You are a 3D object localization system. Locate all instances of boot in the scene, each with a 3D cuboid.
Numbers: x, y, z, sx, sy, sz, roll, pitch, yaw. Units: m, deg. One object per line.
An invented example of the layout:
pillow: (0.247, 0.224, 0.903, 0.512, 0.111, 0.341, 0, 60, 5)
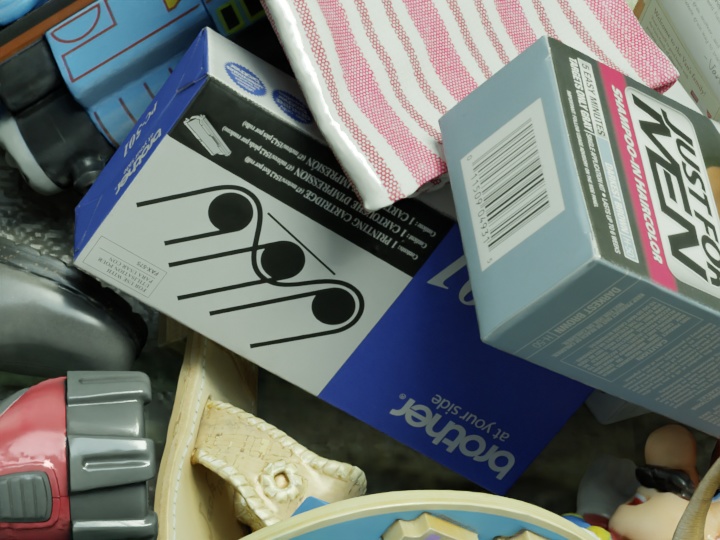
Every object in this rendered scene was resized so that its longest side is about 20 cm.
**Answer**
boot: (-0.189, 0.049, 0.999, 0.199, 0.070, 0.132, 11, 59, 5)

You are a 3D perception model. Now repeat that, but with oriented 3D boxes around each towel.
towel: (0.034, -0.110, 0.999, 0.200, 0.030, 0.147, -22, 84, -50)

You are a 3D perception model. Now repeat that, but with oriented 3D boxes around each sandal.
sandal: (-0.033, 0.075, 0.999, 0.069, 0.078, 0.212, -16, 54, 16)

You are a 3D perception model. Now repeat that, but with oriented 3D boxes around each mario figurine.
mario figurine: (0.084, 0.101, 1.001, 0.199, 0.106, 0.124, -15, 41, -13)

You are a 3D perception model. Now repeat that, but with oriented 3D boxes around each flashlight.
flashlight: (-0.172, 0.071, 0.932, 0.199, 0.068, 0.068, -2, 61, -3)

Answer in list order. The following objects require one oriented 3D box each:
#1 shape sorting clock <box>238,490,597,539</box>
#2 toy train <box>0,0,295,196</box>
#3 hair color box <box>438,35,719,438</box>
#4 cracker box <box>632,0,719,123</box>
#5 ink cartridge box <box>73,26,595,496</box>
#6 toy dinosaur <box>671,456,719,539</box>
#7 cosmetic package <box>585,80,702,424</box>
shape sorting clock: (0.005, 0.152, 0.902, 0.199, 0.201, 0.039, -3, 36, -17)
toy train: (-0.078, -0.108, 1.060, 0.199, 0.087, 0.115, -30, 61, 9)
hair color box: (0.125, 0.001, 0.958, 0.200, 0.061, 0.099, 23, 44, -38)
cracker box: (0.188, -0.107, 1.107, 0.057, 0.200, 0.134, -16, 64, -22)
ink cartridge box: (0.000, 0.000, 0.997, 0.199, 0.094, 0.044, 29, 25, -20)
toy dinosaur: (0.118, 0.145, 0.892, 0.106, 0.060, 0.201, -29, 112, -5)
cosmetic package: (0.094, -0.042, 1.100, 0.101, 0.071, 0.200, -11, 60, -49)
